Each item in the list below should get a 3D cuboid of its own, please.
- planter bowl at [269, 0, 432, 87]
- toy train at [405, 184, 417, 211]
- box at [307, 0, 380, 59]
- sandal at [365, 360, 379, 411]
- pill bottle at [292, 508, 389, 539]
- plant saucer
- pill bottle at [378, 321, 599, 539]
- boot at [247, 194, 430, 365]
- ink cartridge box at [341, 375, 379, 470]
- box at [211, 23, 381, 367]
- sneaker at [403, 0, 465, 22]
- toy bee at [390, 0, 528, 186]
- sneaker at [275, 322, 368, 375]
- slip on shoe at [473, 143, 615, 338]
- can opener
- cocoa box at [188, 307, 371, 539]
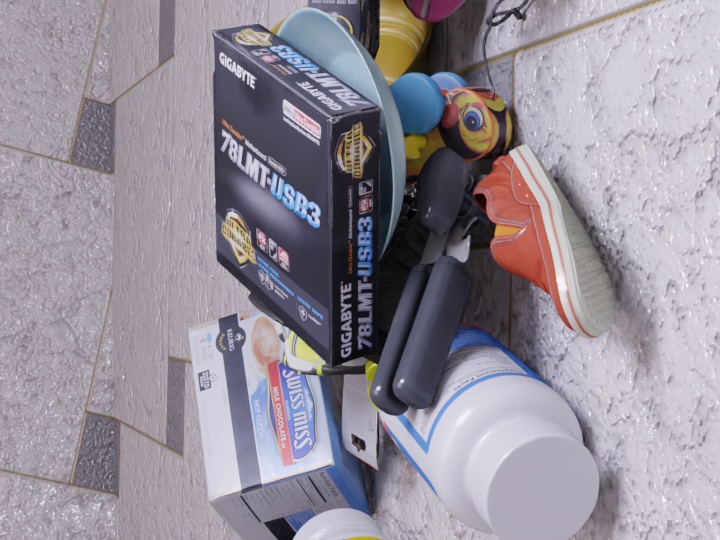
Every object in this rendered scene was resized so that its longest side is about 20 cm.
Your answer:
[{"bbox_3d":[-0.012,-0.167,1.400,0.084,0.199,0.201,59,-174,-40],"label":"planter bowl"},{"bbox_3d":[0.041,-0.059,1.384,0.200,0.034,0.046,-166,66,-71],"label":"toy train"},{"bbox_3d":[-0.011,-0.252,1.239,0.162,0.048,0.202,-80,-8,-62],"label":"box"},{"bbox_3d":[0.044,0.039,1.277,0.079,0.086,0.202,-38,46,41],"label":"sandal"},{"bbox_3d":[0.004,0.302,1.336,0.200,0.113,0.116,-124,39,-61],"label":"pill bottle"},{"bbox_3d":[-0.011,-0.099,1.151,0.201,0.038,0.203,38,136,50],"label":"plant saucer"},{"bbox_3d":[0.091,0.117,1.082,0.200,0.111,0.114,-134,48,-66],"label":"pill bottle"},{"bbox_3d":[0.000,0.000,1.240,0.199,0.067,0.132,16,81,49],"label":"boot"},{"bbox_3d":[0.023,0.072,1.399,0.109,0.050,0.203,-165,76,-72],"label":"ink cartridge box"},{"bbox_3d":[-0.052,-0.061,1.157,0.200,0.049,0.201,40,138,49],"label":"box"},{"bbox_3d":[0.062,-0.300,1.268,0.087,0.073,0.203,166,110,-71],"label":"sneaker"},{"bbox_3d":[0.068,-0.108,1.181,0.109,0.130,0.200,61,143,12],"label":"toy bee"},{"bbox_3d":[-0.038,0.042,1.390,0.200,0.075,0.077,-139,53,-66],"label":"sneaker"},{"bbox_3d":[0.122,-0.014,1.034,0.061,0.074,0.201,-35,33,11],"label":"slip on shoe"},{"bbox_3d":[0.043,0.003,1.097,0.053,0.067,0.202,-20,41,48],"label":"can opener"},{"bbox_3d":[-0.080,0.150,1.517,0.134,0.130,0.202,61,-166,-54],"label":"cocoa box"}]
